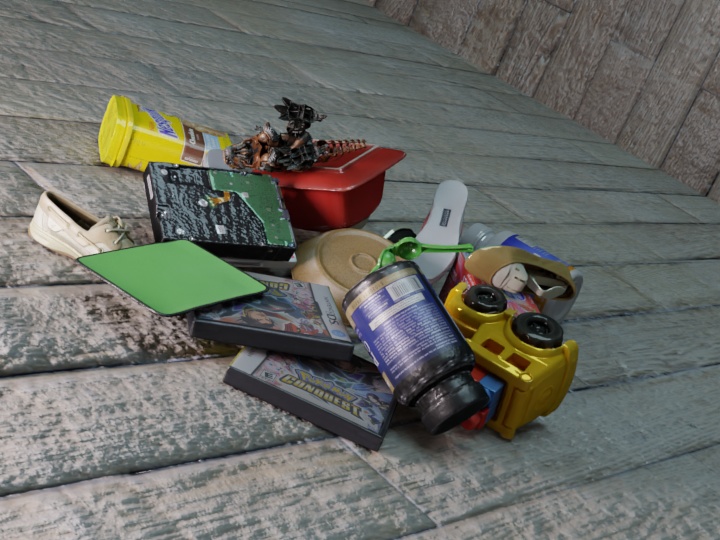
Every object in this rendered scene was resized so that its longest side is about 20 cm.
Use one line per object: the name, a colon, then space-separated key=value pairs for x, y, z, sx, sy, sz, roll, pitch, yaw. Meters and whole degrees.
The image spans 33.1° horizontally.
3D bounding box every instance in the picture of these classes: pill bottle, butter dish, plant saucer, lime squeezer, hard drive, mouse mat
pill bottle: x=0.257 y=0.003 z=2.008 sx=0.200 sy=0.112 sz=0.112 roll=32 pitch=22 yaw=25
butter dish: x=-0.050 y=-0.113 z=1.884 sx=0.199 sy=0.148 sz=0.200 roll=9 pitch=27 yaw=28
plant saucer: x=0.000 y=0.000 z=1.754 sx=0.200 sy=0.035 sz=0.200 roll=11 pitch=42 yaw=-10
lime squeezer: x=0.058 y=-0.009 z=1.725 sx=0.200 sy=0.038 sz=0.071 roll=-24 pitch=60 yaw=-20
hard drive: x=-0.197 y=-0.081 z=1.691 sx=0.200 sy=0.038 sz=0.140 roll=3 pitch=53 yaw=-29
pill bottle: x=0.071 y=0.096 z=1.485 sx=0.112 sy=0.112 sz=0.200 roll=-5 pitch=58 yaw=-52
mouse mat: x=-0.228 y=0.006 z=1.484 sx=0.161 sy=0.008 sz=0.200 roll=29 pitch=23 yaw=29

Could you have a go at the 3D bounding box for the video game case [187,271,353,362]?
video game case: x=-0.120 y=0.049 z=1.521 sx=0.200 sy=0.026 sz=0.181 roll=11 pitch=21 yaw=-16

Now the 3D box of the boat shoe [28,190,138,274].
boat shoe: x=-0.329 y=-0.037 z=1.550 sx=0.200 sy=0.065 sz=0.072 roll=27 pitch=21 yaw=8

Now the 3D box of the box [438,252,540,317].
box: x=0.194 y=0.062 z=1.815 sx=0.102 sy=0.095 sz=0.200 roll=17 pitch=21 yaw=-16

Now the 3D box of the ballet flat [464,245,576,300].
ballet flat: x=0.243 y=0.007 z=1.779 sx=0.200 sy=0.069 sz=0.063 roll=8 pitch=39 yaw=-35

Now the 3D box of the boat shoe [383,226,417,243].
boat shoe: x=0.043 y=-0.019 z=1.899 sx=0.063 sy=0.074 sz=0.201 roll=36 pitch=26 yaw=18

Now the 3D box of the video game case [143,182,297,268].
video game case: x=-0.198 y=-0.067 z=1.718 sx=0.200 sy=0.017 sz=0.143 roll=1 pitch=53 yaw=-31

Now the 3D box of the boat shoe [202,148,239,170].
boat shoe: x=-0.207 y=-0.085 z=1.792 sx=0.071 sy=0.070 sz=0.200 roll=3 pitch=52 yaw=-29

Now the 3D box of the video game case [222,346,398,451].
video game case: x=-0.050 y=0.133 z=1.477 sx=0.200 sy=0.026 sz=0.181 roll=24 pitch=20 yaw=3

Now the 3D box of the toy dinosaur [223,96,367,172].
toy dinosaur: x=-0.097 y=-0.185 z=1.765 sx=0.102 sy=0.200 sz=0.136 roll=63 pitch=-14 yaw=8

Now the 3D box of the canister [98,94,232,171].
canister: x=-0.312 y=-0.201 z=1.955 sx=0.200 sy=0.087 sz=0.149 roll=16 pitch=21 yaw=-22

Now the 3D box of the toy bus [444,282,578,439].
toy bus: x=0.154 y=0.129 z=1.590 sx=0.200 sy=0.136 sz=0.192 roll=31 pitch=38 yaw=26

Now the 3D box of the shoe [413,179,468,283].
shoe: x=0.125 y=-0.042 z=1.926 sx=0.071 sy=0.091 sz=0.200 roll=15 pitch=58 yaw=10

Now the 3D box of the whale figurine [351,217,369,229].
whale figurine: x=-0.072 y=-0.140 z=2.027 sx=0.200 sy=0.104 sz=0.159 roll=20 pitch=21 yaw=-8
